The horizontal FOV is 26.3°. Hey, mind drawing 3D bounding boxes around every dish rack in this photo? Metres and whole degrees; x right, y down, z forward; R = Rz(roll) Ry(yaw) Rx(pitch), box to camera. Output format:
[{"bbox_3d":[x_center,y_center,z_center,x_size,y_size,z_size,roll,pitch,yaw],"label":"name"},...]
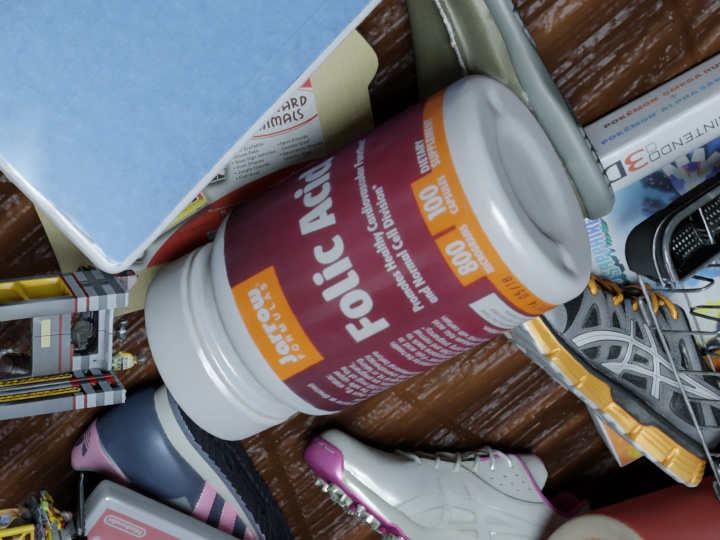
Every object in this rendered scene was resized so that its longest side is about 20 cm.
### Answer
[{"bbox_3d":[0.227,0.033,0.813,0.152,0.054,0.202,-30,106,-23],"label":"dish rack"}]

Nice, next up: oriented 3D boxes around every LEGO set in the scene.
[{"bbox_3d":[-0.173,0.057,0.768,0.115,0.153,0.203,-6,107,-26],"label":"LEGO set"}]

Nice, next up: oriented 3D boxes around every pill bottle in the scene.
[{"bbox_3d":[0.000,0.000,0.742,0.199,0.115,0.114,-28,122,24],"label":"pill bottle"}]

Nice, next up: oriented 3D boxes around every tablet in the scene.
[{"bbox_3d":[-0.092,-0.113,0.719,0.130,0.014,0.200,46,79,-16],"label":"tablet"}]

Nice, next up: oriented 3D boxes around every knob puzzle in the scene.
[{"bbox_3d":[-0.087,-0.086,0.782,0.217,0.031,0.222,-6,119,-10],"label":"knob puzzle"}]

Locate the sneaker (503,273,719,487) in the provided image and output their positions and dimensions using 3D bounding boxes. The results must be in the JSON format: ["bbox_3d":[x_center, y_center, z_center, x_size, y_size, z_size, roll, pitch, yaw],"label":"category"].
[{"bbox_3d":[0.135,0.035,0.833,0.200,0.078,0.077,39,92,-30],"label":"sneaker"}]

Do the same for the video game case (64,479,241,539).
[{"bbox_3d":[-0.137,0.217,0.855,0.142,0.018,0.201,29,109,-28],"label":"video game case"}]

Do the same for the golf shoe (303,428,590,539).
[{"bbox_3d":[0.056,0.134,0.920,0.199,0.075,0.092,34,83,-25],"label":"golf shoe"}]

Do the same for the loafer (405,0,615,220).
[{"bbox_3d":[0.056,-0.100,0.772,0.069,0.075,0.201,-29,104,10],"label":"loafer"}]

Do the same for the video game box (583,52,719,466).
[{"bbox_3d":[0.188,-0.008,0.884,0.181,0.047,0.201,-27,120,4],"label":"video game box"}]

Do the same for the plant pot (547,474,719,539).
[{"bbox_3d":[0.203,0.206,0.881,0.175,0.201,0.202,3,117,-31],"label":"plant pot"}]

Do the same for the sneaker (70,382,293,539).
[{"bbox_3d":[-0.092,0.151,0.890,0.081,0.070,0.201,-23,115,9],"label":"sneaker"}]
